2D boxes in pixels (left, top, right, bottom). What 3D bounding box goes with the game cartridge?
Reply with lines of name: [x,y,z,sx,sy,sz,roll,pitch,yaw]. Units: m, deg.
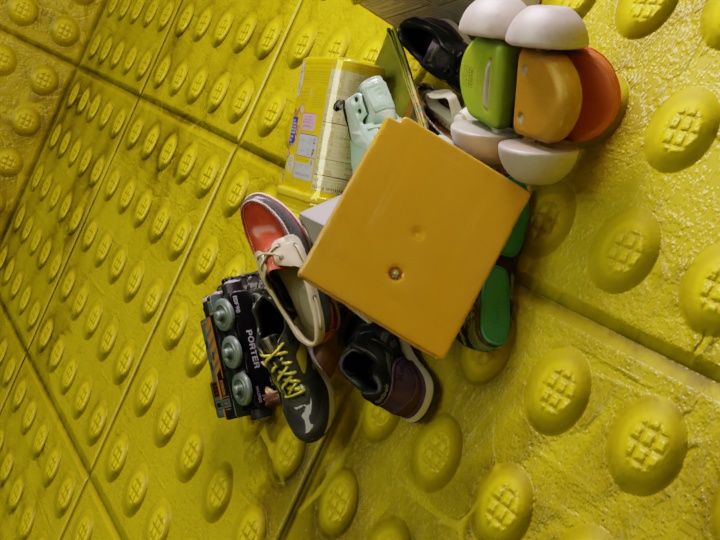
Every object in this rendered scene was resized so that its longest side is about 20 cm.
game cartridge: [0.057,-0.037,1.062,0.201,0.175,0.032,-60,5,-9]

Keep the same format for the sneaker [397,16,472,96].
sneaker: [0.119,-0.239,1.226,0.200,0.087,0.076,43,118,34]

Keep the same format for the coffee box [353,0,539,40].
coffee box: [0.111,-0.423,1.292,0.199,0.197,0.202,-1,69,55]

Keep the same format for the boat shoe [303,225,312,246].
boat shoe: [-0.089,-0.008,1.368,0.200,0.071,0.076,131,121,-70]

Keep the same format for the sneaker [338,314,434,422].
sneaker: [0.010,0.097,1.207,0.076,0.087,0.200,-62,31,11]

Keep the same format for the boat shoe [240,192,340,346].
boat shoe: [-0.091,-0.001,1.238,0.071,0.062,0.201,-27,92,27]

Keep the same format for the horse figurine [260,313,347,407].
horse figurine: [-0.069,0.098,1.363,0.131,0.050,0.202,-10,52,29]

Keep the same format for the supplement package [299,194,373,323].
supplement package: [0.016,-0.029,1.179,0.116,0.118,0.200,-25,13,-9]

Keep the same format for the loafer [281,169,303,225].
loafer: [-0.049,-0.075,1.453,0.075,0.070,0.201,-29,55,11]

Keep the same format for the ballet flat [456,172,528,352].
ballet flat: [0.136,-0.009,1.122,0.074,0.074,0.202,-12,60,53]

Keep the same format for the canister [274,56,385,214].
canister: [-0.039,-0.171,1.335,0.148,0.086,0.202,22,103,60]

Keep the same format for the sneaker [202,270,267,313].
sneaker: [-0.163,0.037,1.518,0.199,0.090,0.077,-35,42,39]

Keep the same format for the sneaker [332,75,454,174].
sneaker: [0.033,-0.166,1.178,0.200,0.073,0.120,2,108,62]

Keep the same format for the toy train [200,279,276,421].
toy train: [-0.175,0.118,1.450,0.113,0.085,0.202,-22,81,49]

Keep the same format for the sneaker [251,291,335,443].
sneaker: [-0.093,0.117,1.267,0.074,0.084,0.202,-28,64,23]

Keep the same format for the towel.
towel: [0.045,-0.210,1.289,0.086,0.018,0.202,120,146,-45]

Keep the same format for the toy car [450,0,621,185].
toy car: [0.191,-0.195,1.082,0.200,0.149,0.177,32,126,55]

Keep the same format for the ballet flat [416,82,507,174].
ballet flat: [0.118,-0.172,1.214,0.069,0.072,0.200,-26,39,-18]

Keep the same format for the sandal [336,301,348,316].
sandal: [0.000,0.000,1.329,0.200,0.055,0.082,-49,47,-3]
